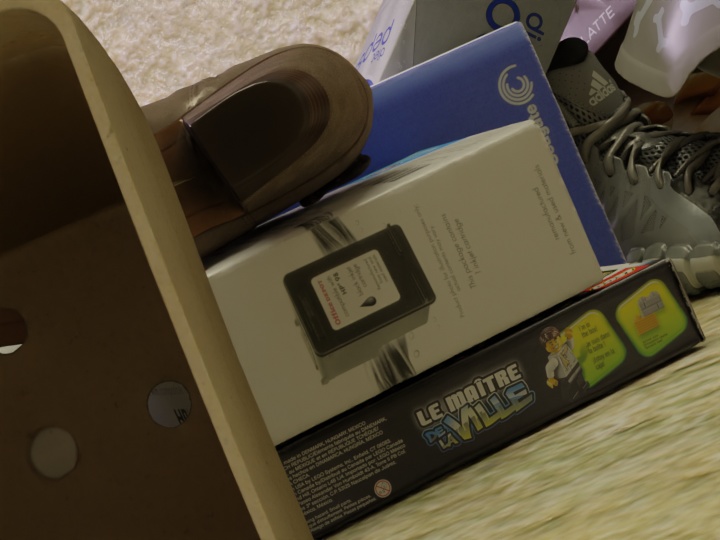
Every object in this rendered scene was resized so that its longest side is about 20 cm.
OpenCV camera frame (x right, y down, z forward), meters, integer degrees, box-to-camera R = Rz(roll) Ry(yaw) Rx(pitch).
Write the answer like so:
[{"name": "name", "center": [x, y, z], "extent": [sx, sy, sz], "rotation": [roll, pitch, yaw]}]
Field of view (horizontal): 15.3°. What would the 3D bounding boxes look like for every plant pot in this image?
[{"name": "plant pot", "center": [-0.115, 0.055, 0.770], "extent": [0.200, 0.200, 0.177], "rotation": [-23, -5, 10]}]

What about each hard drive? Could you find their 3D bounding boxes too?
[{"name": "hard drive", "center": [0.000, 0.000, 1.080], "extent": [0.200, 0.132, 0.025], "rotation": [-25, 4, -8]}]

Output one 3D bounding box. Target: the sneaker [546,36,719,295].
[{"name": "sneaker", "center": [0.120, -0.049, 1.131], "extent": [0.075, 0.116, 0.200], "rotation": [-28, 6, -38]}]

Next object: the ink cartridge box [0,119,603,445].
[{"name": "ink cartridge box", "center": [-0.027, 0.018, 0.983], "extent": [0.200, 0.067, 0.116], "rotation": [-26, 6, -21]}]

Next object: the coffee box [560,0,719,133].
[{"name": "coffee box", "center": [0.160, -0.114, 1.265], "extent": [0.200, 0.080, 0.114], "rotation": [4, -39, -40]}]

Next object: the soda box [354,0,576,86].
[{"name": "soda box", "center": [0.017, -0.038, 1.133], "extent": [0.200, 0.068, 0.063], "rotation": [-66, 13, -5]}]

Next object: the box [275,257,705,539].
[{"name": "box", "center": [0.017, 0.053, 0.997], "extent": [0.200, 0.035, 0.110], "rotation": [-25, 5, -17]}]

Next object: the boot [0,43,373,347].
[{"name": "boot", "center": [-0.086, -0.022, 0.971], "extent": [0.200, 0.070, 0.146], "rotation": [-23, 0, 0]}]

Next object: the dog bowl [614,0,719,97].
[{"name": "dog bowl", "center": [0.206, -0.101, 1.094], "extent": [0.200, 0.059, 0.200], "rotation": [5, 14, -1]}]
